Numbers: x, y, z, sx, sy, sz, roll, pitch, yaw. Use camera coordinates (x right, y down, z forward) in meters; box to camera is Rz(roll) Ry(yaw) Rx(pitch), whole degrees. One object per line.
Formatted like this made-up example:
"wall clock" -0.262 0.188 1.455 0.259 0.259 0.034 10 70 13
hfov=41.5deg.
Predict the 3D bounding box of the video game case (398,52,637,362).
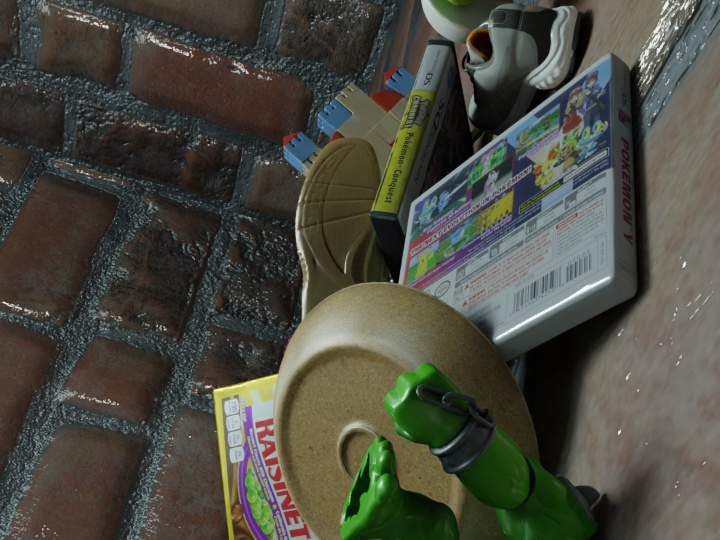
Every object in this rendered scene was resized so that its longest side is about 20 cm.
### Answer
"video game case" 0.090 -0.019 0.603 0.200 0.023 0.183 -36 32 43

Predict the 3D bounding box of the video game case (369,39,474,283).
"video game case" 0.063 -0.065 0.836 0.201 0.025 0.182 67 -144 -56

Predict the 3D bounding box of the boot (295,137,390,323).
"boot" 0.000 0.000 0.833 0.155 0.072 0.202 39 -131 -71

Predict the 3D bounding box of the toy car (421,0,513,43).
"toy car" 0.105 -0.310 0.798 0.200 0.150 0.175 -48 -8 -31

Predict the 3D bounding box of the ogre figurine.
"ogre figurine" 0.043 0.156 0.456 0.098 0.119 0.202 141 143 -72

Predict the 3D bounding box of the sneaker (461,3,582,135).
"sneaker" 0.120 -0.174 0.802 0.200 0.079 0.075 127 157 -77

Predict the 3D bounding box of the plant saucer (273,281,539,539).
"plant saucer" 0.012 0.109 0.577 0.035 0.199 0.202 -14 -50 -51

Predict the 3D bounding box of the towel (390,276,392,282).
"towel" 0.034 -0.051 1.050 0.199 0.032 0.192 -28 34 30

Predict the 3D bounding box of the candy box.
"candy box" -0.049 0.173 0.671 0.026 0.101 0.202 19 -122 -61

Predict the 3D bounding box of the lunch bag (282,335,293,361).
"lunch bag" -0.039 0.185 1.127 0.176 0.081 0.202 60 -149 -65

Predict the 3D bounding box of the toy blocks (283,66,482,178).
"toy blocks" 0.015 -0.128 0.965 0.200 0.137 0.100 -45 -11 -16
